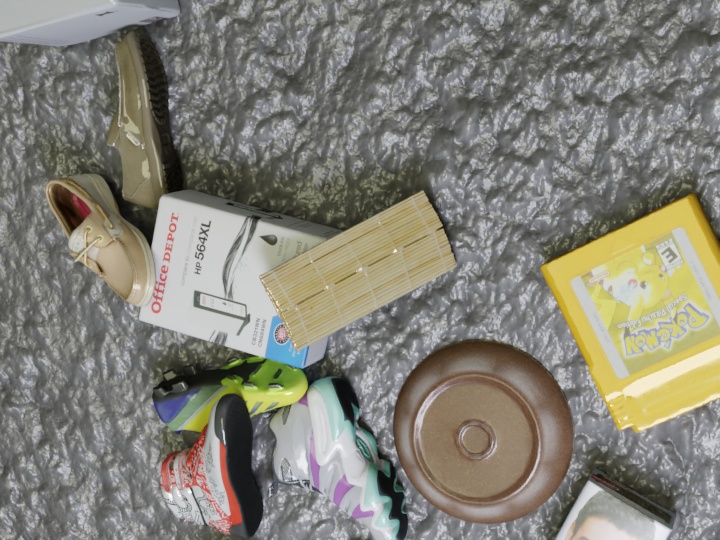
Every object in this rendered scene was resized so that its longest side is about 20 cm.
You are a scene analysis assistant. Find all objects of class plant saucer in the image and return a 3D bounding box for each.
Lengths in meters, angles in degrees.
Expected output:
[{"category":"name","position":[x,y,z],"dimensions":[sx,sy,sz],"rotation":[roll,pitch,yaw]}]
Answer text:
[{"category":"plant saucer","position":[0.126,0.177,1.590],"dimensions":[0.199,0.037,0.202],"rotation":[2,98,16]}]

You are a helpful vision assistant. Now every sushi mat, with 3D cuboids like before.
[{"category":"sushi mat","position":[0.000,0.000,1.557],"dimensions":[0.199,0.012,0.096],"rotation":[-28,109,-11]}]

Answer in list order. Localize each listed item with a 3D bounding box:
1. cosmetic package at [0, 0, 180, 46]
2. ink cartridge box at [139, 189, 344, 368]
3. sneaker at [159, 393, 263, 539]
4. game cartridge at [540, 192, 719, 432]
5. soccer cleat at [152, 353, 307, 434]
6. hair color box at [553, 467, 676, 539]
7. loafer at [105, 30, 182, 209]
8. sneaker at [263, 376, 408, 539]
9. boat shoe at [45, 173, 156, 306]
[{"category":"cosmetic package","position":[-0.313,-0.356,1.592],"dimensions":[0.164,0.165,0.201],"rotation":[-10,92,18]},{"category":"ink cartridge box","position":[-0.127,0.007,1.621],"dimensions":[0.199,0.084,0.147],"rotation":[14,101,14]},{"category":"sneaker","position":[-0.173,0.210,1.634],"dimensions":[0.107,0.067,0.202],"rotation":[11,132,20]},{"category":"game cartridge","position":[0.303,0.047,1.521],"dimensions":[0.176,0.032,0.201],"rotation":[-27,87,18]},{"category":"soccer cleat","position":[-0.138,0.143,1.648],"dimensions":[0.199,0.065,0.084],"rotation":[-8,119,28]},{"category":"hair color box","position":[0.238,0.320,1.559],"dimensions":[0.099,0.061,0.201],"rotation":[29,103,12]},{"category":"loafer","position":[-0.247,-0.162,1.642],"dimensions":[0.067,0.076,0.201],"rotation":[-8,94,12]},{"category":"sneaker","position":[-0.040,0.230,1.632],"dimensions":[0.139,0.078,0.201],"rotation":[-29,78,20]},{"category":"boat shoe","position":[-0.289,-0.033,1.631],"dimensions":[0.200,0.069,0.074],"rotation":[51,126,38]}]
